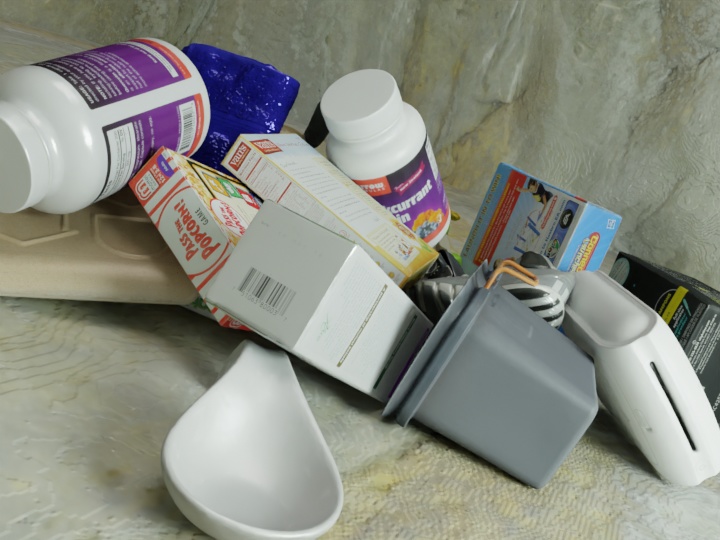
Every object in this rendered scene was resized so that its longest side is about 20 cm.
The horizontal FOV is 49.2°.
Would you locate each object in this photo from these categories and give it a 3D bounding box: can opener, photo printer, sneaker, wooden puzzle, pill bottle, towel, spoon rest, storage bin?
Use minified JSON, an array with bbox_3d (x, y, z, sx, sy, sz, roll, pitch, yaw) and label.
[{"bbox_3d":[0.071,-0.029,0.966,0.067,0.053,0.201,26,25,-36],"label":"can opener"},{"bbox_3d":[0.262,0.098,0.747,0.167,0.069,0.200,60,5,-13],"label":"photo printer"},{"bbox_3d":[0.130,0.026,0.822,0.199,0.076,0.115,-1,25,35],"label":"sneaker"},{"bbox_3d":[-0.235,-0.037,0.654,0.184,0.047,0.201,4,36,-24],"label":"wooden puzzle"},{"bbox_3d":[-0.217,-0.116,0.630,0.112,0.113,0.200,24,32,15],"label":"pill bottle"},{"bbox_3d":[0.026,-0.115,0.866,0.111,0.111,0.201,31,-23,39],"label":"pill bottle"},{"bbox_3d":[-0.165,-0.141,0.834,0.147,0.201,0.050,17,-14,13],"label":"towel"},{"bbox_3d":[-0.063,0.090,0.458,0.099,0.061,0.200,17,13,-14],"label":"spoon rest"},{"bbox_3d":[0.124,0.079,0.654,0.134,0.146,0.200,33,15,8],"label":"storage bin"}]

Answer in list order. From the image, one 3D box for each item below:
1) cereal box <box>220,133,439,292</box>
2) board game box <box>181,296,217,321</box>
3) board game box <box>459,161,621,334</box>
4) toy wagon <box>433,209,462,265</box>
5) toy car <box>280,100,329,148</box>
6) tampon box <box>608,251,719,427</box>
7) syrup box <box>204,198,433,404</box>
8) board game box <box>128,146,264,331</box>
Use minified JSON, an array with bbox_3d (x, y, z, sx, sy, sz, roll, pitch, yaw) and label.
[{"bbox_3d":[-0.022,-0.056,0.751,0.200,0.040,0.144,40,18,8],"label":"cereal box"},{"bbox_3d":[-0.179,-0.011,0.747,0.199,0.035,0.126,22,14,7],"label":"board game box"},{"bbox_3d":[0.197,-0.010,0.954,0.056,0.201,0.196,16,14,-25],"label":"board game box"},{"bbox_3d":[0.058,-0.035,1.034,0.155,0.040,0.199,35,42,28],"label":"toy wagon"},{"bbox_3d":[-0.102,-0.110,0.896,0.163,0.201,0.158,19,13,-3],"label":"toy car"},{"bbox_3d":[0.376,0.088,0.943,0.125,0.151,0.200,17,13,-15],"label":"tampon box"},{"bbox_3d":[-0.019,0.032,0.578,0.078,0.082,0.200,27,-9,26],"label":"syrup box"},{"bbox_3d":[-0.086,-0.014,0.677,0.152,0.046,0.200,53,14,23],"label":"board game box"}]
